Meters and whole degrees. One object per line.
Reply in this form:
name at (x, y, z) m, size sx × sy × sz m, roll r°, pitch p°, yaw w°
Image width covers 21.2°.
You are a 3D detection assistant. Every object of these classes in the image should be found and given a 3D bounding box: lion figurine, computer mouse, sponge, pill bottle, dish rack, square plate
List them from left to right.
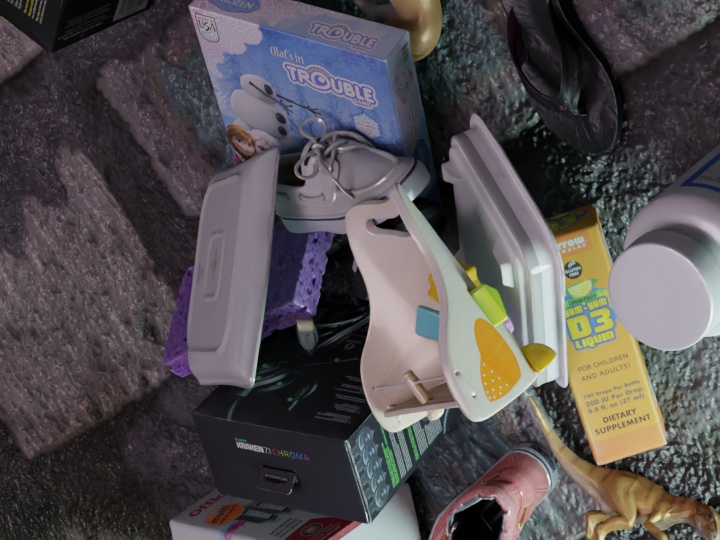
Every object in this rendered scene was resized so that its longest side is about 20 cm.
square plate at (-0.116, -0.001, 1.664) m, size 0.198 × 0.028 × 0.202 m, roll 172°, pitch 105°, yaw -72°
sponge at (-0.105, 0.019, 1.774) m, size 0.030 × 0.112 × 0.199 m, roll 32°, pitch 142°, yaw -30°
computer mouse at (0.000, 0.000, 1.626) m, size 0.046 × 0.140 × 0.200 m, roll 56°, pitch 164°, yaw 18°
lion figurine at (0.039, -0.237, 1.568) m, size 0.122 × 0.073 × 0.201 m, roll 17°, pitch 136°, yaw 21°
dish rack at (0.113, -0.008, 1.544) m, size 0.201 × 0.043 × 0.172 m, roll 79°, pitch 167°, yaw -52°
pill bottle at (0.261, -0.019, 1.411) m, size 0.112 × 0.200 × 0.113 m, roll 17°, pitch 123°, yaw 30°

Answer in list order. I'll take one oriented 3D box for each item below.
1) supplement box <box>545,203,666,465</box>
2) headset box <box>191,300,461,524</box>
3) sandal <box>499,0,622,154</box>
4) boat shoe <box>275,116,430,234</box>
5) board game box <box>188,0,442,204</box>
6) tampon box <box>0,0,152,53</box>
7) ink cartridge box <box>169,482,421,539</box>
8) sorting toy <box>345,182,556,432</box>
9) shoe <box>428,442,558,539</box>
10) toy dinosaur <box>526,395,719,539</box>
supplement box at (0.192, 0.053, 1.580) m, size 0.066 × 0.069 × 0.202 m, roll -18°, pitch 101°, yaw 9°
headset box at (-0.026, 0.124, 1.696) m, size 0.173 × 0.200 × 0.093 m, roll 6°, pitch 126°, yaw 34°
sandal at (0.143, -0.180, 1.520) m, size 0.075 × 0.048 × 0.202 m, roll -18°, pitch 100°, yaw 41°
boat shoe at (-0.024, -0.085, 1.592) m, size 0.086 × 0.075 × 0.201 m, roll 52°, pitch 156°, yaw -20°
board game box at (-0.036, -0.139, 1.637) m, size 0.199 × 0.043 × 0.200 m, roll 19°, pitch 143°, yaw 28°
tampon box at (-0.289, -0.316, 1.709) m, size 0.199 × 0.150 × 0.127 m, roll 37°, pitch 129°, yaw 17°
ink cartridge box at (-0.057, 0.283, 1.833) m, size 0.199 × 0.145 × 0.146 m, roll 4°, pitch 115°, yaw 42°
sorting toy at (0.051, 0.021, 1.486) m, size 0.181 × 0.106 × 0.200 m, roll 61°, pitch 161°, yaw -3°
shoe at (0.099, 0.239, 1.742) m, size 0.071 × 0.091 × 0.200 m, roll 44°, pitch 131°, yaw 10°
toy dinosaur at (0.221, 0.195, 1.664) m, size 0.199 × 0.060 × 0.107 m, roll 25°, pitch 102°, yaw 19°
